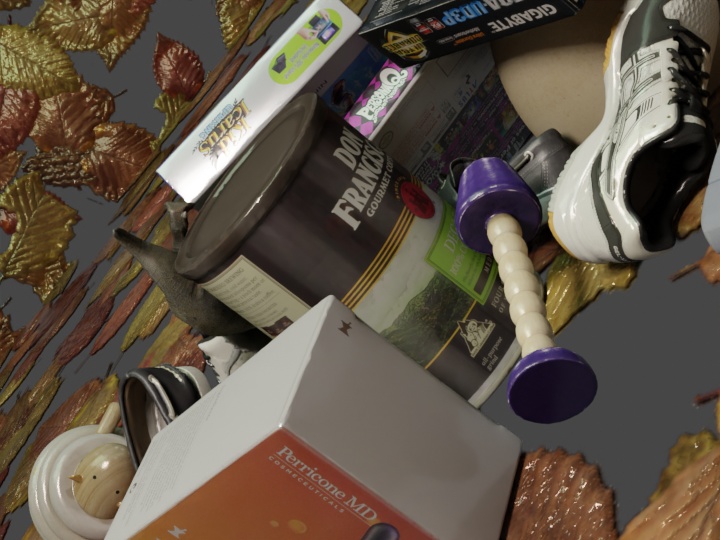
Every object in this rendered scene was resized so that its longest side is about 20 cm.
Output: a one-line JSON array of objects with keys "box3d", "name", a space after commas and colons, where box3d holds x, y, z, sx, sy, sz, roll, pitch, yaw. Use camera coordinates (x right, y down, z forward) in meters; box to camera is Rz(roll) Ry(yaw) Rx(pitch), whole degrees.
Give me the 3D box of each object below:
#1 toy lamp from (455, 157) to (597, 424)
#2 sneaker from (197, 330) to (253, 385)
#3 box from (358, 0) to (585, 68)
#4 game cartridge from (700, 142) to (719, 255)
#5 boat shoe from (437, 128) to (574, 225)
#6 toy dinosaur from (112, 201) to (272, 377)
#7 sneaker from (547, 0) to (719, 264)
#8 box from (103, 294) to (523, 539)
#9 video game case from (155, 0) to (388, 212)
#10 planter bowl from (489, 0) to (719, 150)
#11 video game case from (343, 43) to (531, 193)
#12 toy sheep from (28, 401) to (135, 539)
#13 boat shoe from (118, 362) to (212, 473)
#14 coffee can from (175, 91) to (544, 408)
[{"box3d": [0.093, 0.003, 0.933, 0.058, 0.058, 0.200, -45, 31, 25], "name": "toy lamp"}, {"box3d": [-0.096, 0.065, 1.253, 0.074, 0.080, 0.200, -115, 25, -50], "name": "sneaker"}, {"box3d": [0.096, -0.223, 1.021, 0.200, 0.046, 0.159, -8, 51, 58], "name": "box"}, {"box3d": [0.253, -0.097, 0.827, 0.133, 0.042, 0.200, -21, 35, 55], "name": "game cartridge"}, {"box3d": [0.086, -0.051, 1.102, 0.070, 0.066, 0.200, -30, 4, -31], "name": "boat shoe"}, {"box3d": [-0.099, 0.008, 1.094, 0.077, 0.200, 0.102, -9, 74, 20], "name": "toy dinosaur"}, {"box3d": [0.188, -0.095, 0.936, 0.088, 0.076, 0.200, 11, 81, 60], "name": "sneaker"}, {"box3d": [-0.032, 0.136, 0.912, 0.200, 0.152, 0.106, -40, 19, 40], "name": "box"}, {"box3d": [-0.043, -0.100, 1.187, 0.181, 0.045, 0.200, -46, -22, 3], "name": "video game case"}, {"box3d": [0.165, -0.181, 1.075, 0.200, 0.135, 0.200, -47, 17, 20], "name": "planter bowl"}, {"box3d": [0.050, -0.092, 1.177, 0.036, 0.181, 0.200, 34, 87, 32], "name": "video game case"}, {"box3d": [-0.239, 0.202, 1.416, 0.138, 0.138, 0.200, -61, 3, -28], "name": "toy sheep"}, {"box3d": [-0.126, 0.161, 1.111, 0.074, 0.060, 0.200, -27, 68, 36], "name": "boat shoe"}, {"box3d": [0.000, 0.000, 1.028, 0.146, 0.200, 0.146, -47, 17, 19], "name": "coffee can"}]
